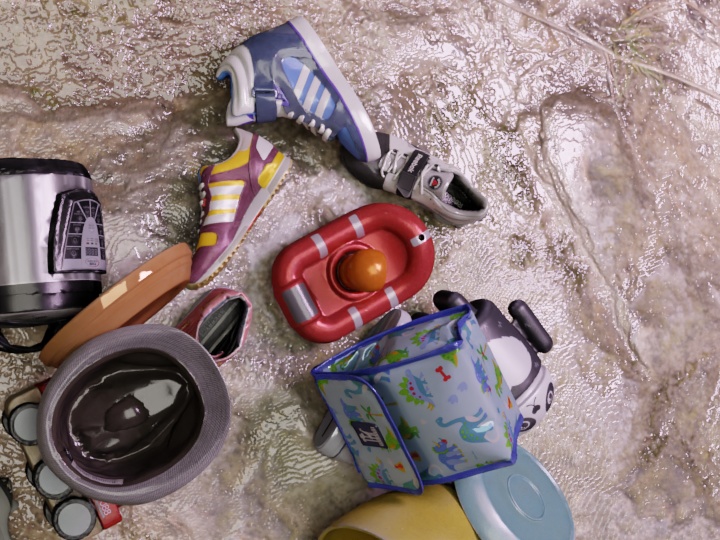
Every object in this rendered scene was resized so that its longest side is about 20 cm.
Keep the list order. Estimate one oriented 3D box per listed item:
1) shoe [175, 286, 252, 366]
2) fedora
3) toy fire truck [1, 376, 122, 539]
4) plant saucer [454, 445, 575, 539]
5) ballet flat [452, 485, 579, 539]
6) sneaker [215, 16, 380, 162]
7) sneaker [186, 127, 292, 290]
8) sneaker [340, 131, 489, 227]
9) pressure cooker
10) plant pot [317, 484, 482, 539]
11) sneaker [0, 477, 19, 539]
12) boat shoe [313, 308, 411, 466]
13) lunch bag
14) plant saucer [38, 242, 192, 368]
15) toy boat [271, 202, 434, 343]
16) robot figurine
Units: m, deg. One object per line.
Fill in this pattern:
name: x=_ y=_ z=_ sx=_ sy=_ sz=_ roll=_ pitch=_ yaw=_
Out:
shoe: x=-0.199 y=0.102 z=1.371 sx=0.071 sy=0.091 sz=0.200 roll=39 pitch=79 yaw=-13
fedora: x=-0.234 y=0.147 z=1.245 sx=0.200 sy=0.090 sz=0.177 roll=-36 pitch=95 yaw=-4
toy fire truck: x=-0.274 y=0.186 z=1.331 sx=0.200 sy=0.129 sz=0.176 roll=-25 pitch=96 yaw=-21
plant saucer: x=0.196 y=0.282 z=1.460 sx=0.200 sy=0.200 sz=0.027 roll=40 pitch=121 yaw=-13
ballet flat: x=0.207 y=0.322 z=1.512 sx=0.200 sy=0.067 sz=0.068 roll=29 pitch=80 yaw=-15
sneaker: x=-0.083 y=-0.187 z=1.415 sx=0.146 sy=0.081 sz=0.200 roll=-32 pitch=93 yaw=-6
sneaker: x=-0.167 y=-0.072 z=1.402 sx=0.090 sy=0.075 sz=0.200 roll=35 pitch=73 yaw=-6
sneaker: x=0.074 y=-0.118 z=1.468 sx=0.200 sy=0.089 sz=0.074 roll=24 pitch=83 yaw=-15
pressure cooker: x=-0.364 y=-0.011 z=1.276 sx=0.176 sy=0.179 sz=0.200 roll=-4 pitch=86 yaw=-23
plant pot: x=0.068 y=0.335 z=1.419 sx=0.142 sy=0.200 sz=0.200 roll=-42 pitch=102 yaw=-38
sneaker: x=-0.423 y=0.233 z=1.314 sx=0.079 sy=0.074 sz=0.200 roll=-12 pitch=99 yaw=-27
boat shoe: x=0.017 y=0.144 z=1.459 sx=0.067 sy=0.074 sz=0.200 roll=31 pitch=92 yaw=-22
lunch bag: x=0.062 y=0.156 z=1.369 sx=0.200 sy=0.127 sz=0.170 roll=-18 pitch=109 yaw=23
plant saucer: x=-0.258 y=0.045 z=1.296 sx=0.200 sy=0.200 sz=0.037 roll=-40 pitch=89 yaw=-15
toy boat: x=0.000 y=0.000 z=1.418 sx=0.200 sy=0.131 sz=0.131 roll=-30 pitch=98 yaw=-16
robot figurine: x=0.150 y=0.116 z=1.466 sx=0.150 sy=0.125 sz=0.200 roll=-34 pitch=103 yaw=29
